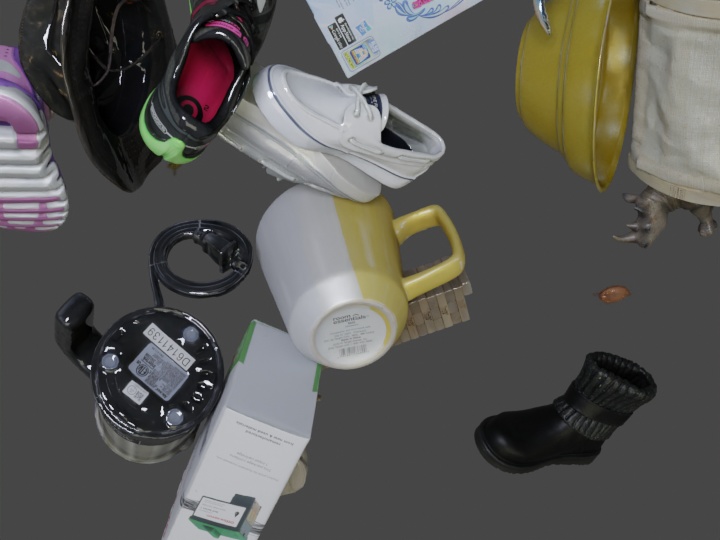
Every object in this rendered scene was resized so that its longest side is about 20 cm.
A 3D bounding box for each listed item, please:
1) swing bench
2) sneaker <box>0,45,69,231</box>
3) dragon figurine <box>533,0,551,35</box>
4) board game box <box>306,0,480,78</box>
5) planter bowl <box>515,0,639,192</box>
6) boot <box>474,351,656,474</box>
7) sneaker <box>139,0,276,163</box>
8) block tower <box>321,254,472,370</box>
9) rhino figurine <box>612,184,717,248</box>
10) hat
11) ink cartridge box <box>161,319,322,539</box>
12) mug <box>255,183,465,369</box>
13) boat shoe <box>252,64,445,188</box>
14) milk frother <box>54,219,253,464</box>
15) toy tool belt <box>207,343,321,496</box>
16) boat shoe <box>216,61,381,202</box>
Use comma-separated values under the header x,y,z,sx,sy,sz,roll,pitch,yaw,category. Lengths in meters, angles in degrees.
x,y,z,sx,sy,sz,roll,pitch,yaw,category
0.356,-0.181,0.735,0.198,0.130,0.201,-24,132,-11,swing bench
-0.287,-0.108,0.685,0.079,0.090,0.201,0,150,-15,sneaker
0.183,-0.283,0.623,0.098,0.202,0.059,0,153,36,dragon figurine
0.029,-0.287,0.643,0.197,0.044,0.201,-27,129,8,board game box
0.186,-0.174,0.719,0.082,0.201,0.202,10,134,23,planter bowl
0.259,0.177,1.043,0.208,0.080,0.159,1,135,-29,boot
-0.101,-0.175,0.624,0.076,0.083,0.203,23,75,-31,sneaker
0.025,0.048,0.900,0.197,0.054,0.058,-20,131,2,block tower
0.359,-0.086,0.877,0.198,0.060,0.088,-30,119,13,rhino figurine
-0.204,-0.159,0.614,0.080,0.202,0.203,3,129,7,hat
-0.114,0.175,0.788,0.083,0.147,0.202,22,117,-8,ink cartridge box
-0.009,0.000,0.789,0.149,0.154,0.187,31,115,-32,mug
-0.004,-0.136,0.720,0.065,0.075,0.199,-27,151,37,boat shoe
-0.187,0.073,0.822,0.199,0.182,0.188,-32,173,-25,milk frother
-0.107,0.145,0.922,0.123,0.123,0.203,1,117,4,toy tool belt
-0.067,-0.114,0.744,0.199,0.073,0.068,26,139,-37,boat shoe
